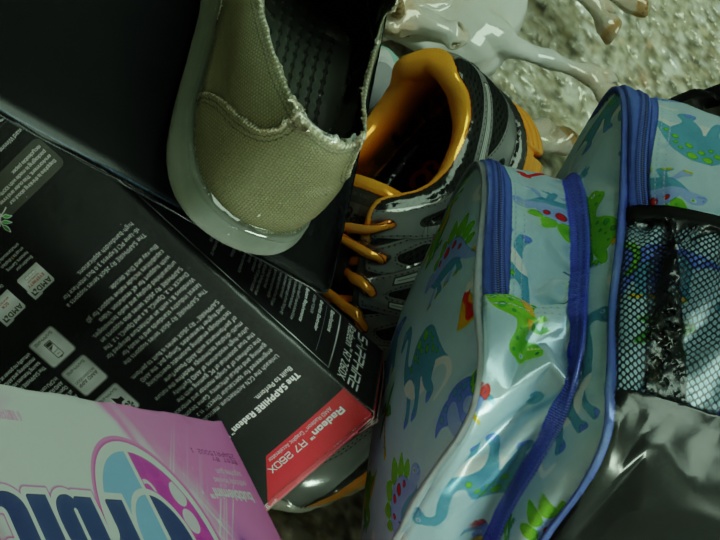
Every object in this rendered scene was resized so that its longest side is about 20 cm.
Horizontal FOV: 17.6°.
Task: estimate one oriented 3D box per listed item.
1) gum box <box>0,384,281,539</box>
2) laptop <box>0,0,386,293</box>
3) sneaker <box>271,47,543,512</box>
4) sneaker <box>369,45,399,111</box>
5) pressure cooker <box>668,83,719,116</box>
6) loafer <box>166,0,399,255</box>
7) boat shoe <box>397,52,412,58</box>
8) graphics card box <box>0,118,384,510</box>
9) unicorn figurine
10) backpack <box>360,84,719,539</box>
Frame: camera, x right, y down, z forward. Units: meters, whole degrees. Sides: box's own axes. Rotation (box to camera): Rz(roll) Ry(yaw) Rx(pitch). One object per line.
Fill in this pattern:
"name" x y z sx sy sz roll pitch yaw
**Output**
"gum box" -0.080 0.104 0.709 0.114 0.066 0.200 62 16 18
"laptop" -0.096 -0.101 0.828 0.187 0.200 0.116 30 88 -27
"sneaker" 0.000 0.000 0.912 0.200 0.078 0.077 -64 149 -18
"sneaker" -0.059 -0.032 0.931 0.200 0.078 0.140 0 67 -33
"pressure cooker" 0.184 0.009 1.047 0.179 0.176 0.200 37 44 -10
"loafer" -0.013 -0.102 0.775 0.075 0.070 0.200 21 59 -32
"boat shoe" 0.025 -0.001 0.998 0.072 0.072 0.200 55 28 -50
"graphics card box" -0.104 0.013 0.814 0.200 0.125 0.051 42 24 -15
"unicorn figurine" 0.064 -0.122 1.104 0.137 0.074 0.200 31 33 -13
"backpack" 0.085 0.037 0.825 0.147 0.183 0.200 18 46 -4
